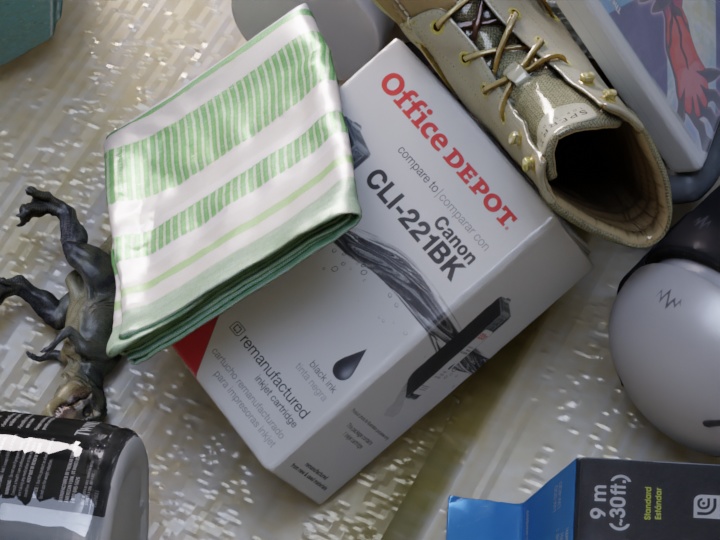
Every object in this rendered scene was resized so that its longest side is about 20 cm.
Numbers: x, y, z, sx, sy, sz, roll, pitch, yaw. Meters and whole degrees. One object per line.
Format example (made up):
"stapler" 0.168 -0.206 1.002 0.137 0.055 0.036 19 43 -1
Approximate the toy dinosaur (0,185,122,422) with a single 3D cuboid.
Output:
"toy dinosaur" -0.157 0.003 1.365 0.088 0.047 0.200 21 61 -2

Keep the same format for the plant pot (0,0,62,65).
"plant pot" -0.268 -0.217 1.422 0.200 0.196 0.196 4 59 -4

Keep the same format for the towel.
"towel" -0.073 -0.048 1.284 0.152 0.023 0.200 -32 33 16

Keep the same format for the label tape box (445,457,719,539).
"label tape box" 0.139 0.172 1.240 0.200 0.066 0.144 4 60 3

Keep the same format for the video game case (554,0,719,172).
"video game case" 0.156 -0.183 1.292 0.023 0.200 0.182 -1 53 38

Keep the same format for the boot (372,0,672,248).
"boot" 0.075 -0.106 1.242 0.072 0.200 0.155 -40 31 8

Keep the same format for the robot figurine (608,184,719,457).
"robot figurine" 0.222 0.010 1.299 0.125 0.150 0.200 46 69 3

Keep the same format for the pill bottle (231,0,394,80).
"pill bottle" -0.001 -0.213 1.430 0.119 0.120 0.200 15 55 11

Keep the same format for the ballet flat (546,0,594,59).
"ballet flat" 0.072 -0.178 1.335 0.200 0.072 0.072 22 61 -8

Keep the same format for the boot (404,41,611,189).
"boot" 0.077 -0.118 1.415 0.146 0.070 0.200 -1 52 11

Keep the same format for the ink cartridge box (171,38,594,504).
"ink cartridge box" 0.000 0.000 1.302 0.200 0.084 0.144 -41 64 2

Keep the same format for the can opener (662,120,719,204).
"can opener" 0.184 -0.105 1.396 0.066 0.053 0.200 -7 49 24

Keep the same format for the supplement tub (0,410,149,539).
"supplement tub" -0.214 0.128 1.249 0.200 0.123 0.123 6 60 7
